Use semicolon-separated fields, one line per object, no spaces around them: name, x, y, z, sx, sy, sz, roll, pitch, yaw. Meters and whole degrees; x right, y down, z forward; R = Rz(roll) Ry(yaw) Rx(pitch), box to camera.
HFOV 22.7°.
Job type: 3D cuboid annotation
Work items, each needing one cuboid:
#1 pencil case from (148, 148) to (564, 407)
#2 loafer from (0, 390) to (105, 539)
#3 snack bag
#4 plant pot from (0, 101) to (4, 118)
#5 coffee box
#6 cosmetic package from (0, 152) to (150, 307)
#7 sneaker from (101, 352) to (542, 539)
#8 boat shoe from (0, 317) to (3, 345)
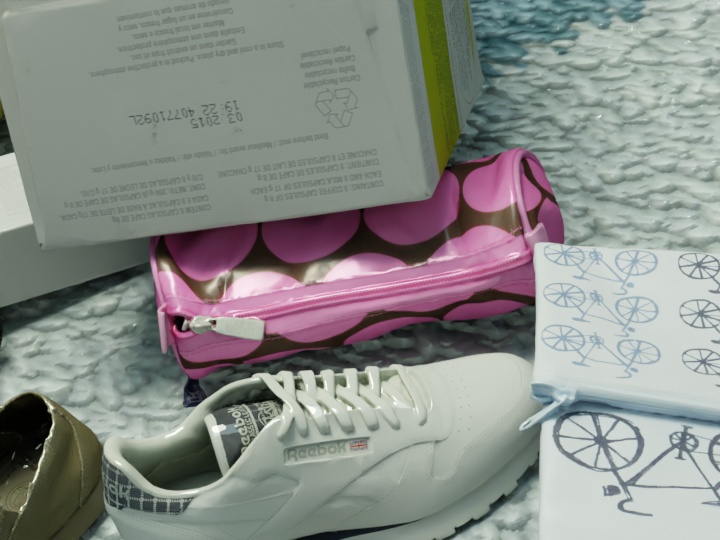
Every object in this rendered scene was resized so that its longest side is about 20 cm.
pencil case;0.000;0.000;0.862;0.199;0.091;0.094;-14;5;7
loafer;-0.185;0.129;0.787;0.076;0.068;0.200;6;43;29
snack bag;0.160;0.059;0.733;0.188;0.021;0.200;5;40;4
plant pot;-0.282;-0.147;1.107;0.199;0.200;0.143;-12;61;8
coffee box;-0.060;-0.147;0.882;0.199;0.201;0.198;-6;21;14
cosmetic package;-0.206;-0.018;0.977;0.199;0.051;0.083;-17;37;-15
sneaker;-0.012;0.076;0.774;0.199;0.081;0.076;-22;35;-8
boat shoe;-0.219;0.072;0.864;0.067;0.072;0.200;14;26;12
